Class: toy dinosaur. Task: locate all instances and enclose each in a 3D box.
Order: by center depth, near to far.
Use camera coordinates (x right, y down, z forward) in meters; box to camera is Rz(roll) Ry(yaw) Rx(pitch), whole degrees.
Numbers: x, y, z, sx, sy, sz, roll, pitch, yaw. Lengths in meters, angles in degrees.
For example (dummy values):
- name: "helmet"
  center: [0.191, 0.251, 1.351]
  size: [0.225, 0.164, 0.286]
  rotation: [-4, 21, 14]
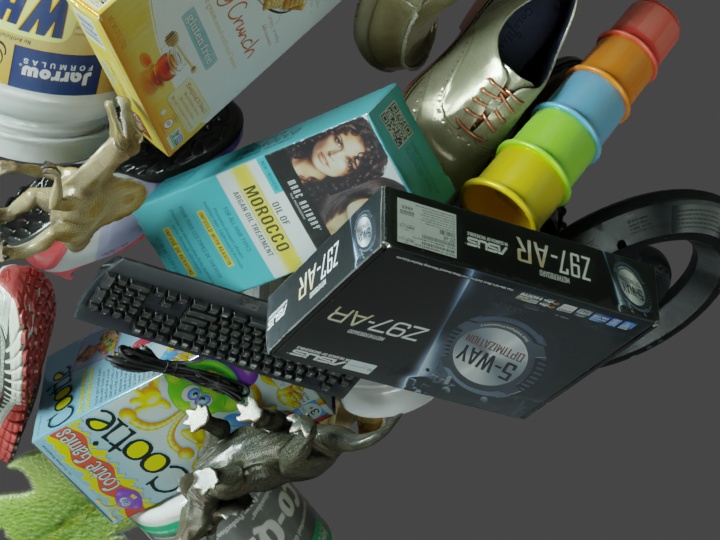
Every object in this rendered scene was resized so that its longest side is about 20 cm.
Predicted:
- name: "toy dinosaur"
  center: [-0.187, -0.035, 1.127]
  size: [0.101, 0.058, 0.200]
  rotation: [-10, 158, -24]
- name: "toy dinosaur"
  center: [-0.065, 0.128, 1.254]
  size: [0.200, 0.077, 0.102]
  rotation: [-29, 156, 5]

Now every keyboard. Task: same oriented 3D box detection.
- name: "keyboard"
  center: [-0.098, 0.052, 1.200]
  size: [0.200, 0.021, 0.127]
  rotation: [19, 143, -18]

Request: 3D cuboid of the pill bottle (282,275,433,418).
- name: "pill bottle"
  center: [0.000, 0.000, 1.249]
  size: [0.111, 0.111, 0.200]
  rotation: [-11, 118, 6]

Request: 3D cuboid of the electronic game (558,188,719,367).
- name: "electronic game"
  center: [0.185, 0.010, 1.277]
  size: [0.200, 0.042, 0.200]
  rotation: [-17, 148, -11]

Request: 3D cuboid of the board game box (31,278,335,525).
- name: "board game box"
  center: [-0.129, 0.086, 1.320]
  size: [0.200, 0.105, 0.103]
  rotation: [-27, 122, 17]

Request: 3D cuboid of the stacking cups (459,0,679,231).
- name: "stacking cups"
  center: [0.143, -0.100, 1.160]
  size: [0.060, 0.200, 0.061]
  rotation: [29, 149, 20]

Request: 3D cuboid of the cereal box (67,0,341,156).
- name: "cereal box"
  center: [-0.076, -0.181, 1.084]
  size: [0.200, 0.040, 0.144]
  rotation: [-44, 149, -13]

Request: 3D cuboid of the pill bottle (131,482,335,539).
- name: "pill bottle"
  center: [-0.089, 0.214, 1.406]
  size: [0.113, 0.113, 0.200]
  rotation: [-27, 122, 16]

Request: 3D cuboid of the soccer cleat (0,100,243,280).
- name: "soccer cleat"
  center: [-0.158, -0.058, 1.251]
  size: [0.200, 0.068, 0.073]
  rotation: [-28, 138, 17]

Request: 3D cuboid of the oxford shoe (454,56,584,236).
- name: "oxford shoe"
  center: [0.116, -0.055, 1.201]
  size: [0.073, 0.084, 0.200]
  rotation: [39, 77, -42]

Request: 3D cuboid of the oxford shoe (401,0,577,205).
- name: "oxford shoe"
  center: [0.073, -0.111, 1.151]
  size: [0.071, 0.074, 0.200]
  rotation: [30, 84, -19]

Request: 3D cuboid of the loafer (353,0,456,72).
- name: "loafer"
  center: [0.040, -0.187, 1.116]
  size: [0.067, 0.076, 0.200]
  rotation: [22, 154, 11]

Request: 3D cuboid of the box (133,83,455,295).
- name: "box"
  center: [-0.045, -0.044, 1.138]
  size: [0.200, 0.049, 0.082]
  rotation: [-20, 108, 34]

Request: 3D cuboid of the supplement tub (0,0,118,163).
- name: "supplement tub"
  center: [-0.194, -0.182, 1.108]
  size: [0.144, 0.145, 0.200]
  rotation: [12, 124, -10]

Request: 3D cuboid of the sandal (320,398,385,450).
- name: "sandal"
  center: [-0.008, 0.103, 1.356]
  size: [0.212, 0.070, 0.078]
  rotation: [-33, 119, 20]

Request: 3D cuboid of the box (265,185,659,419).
- name: "box"
  center: [0.062, 0.025, 1.123]
  size: [0.200, 0.044, 0.160]
  rotation: [16, 146, -24]

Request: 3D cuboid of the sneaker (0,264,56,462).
- name: "sneaker"
  center: [-0.278, 0.069, 1.309]
  size: [0.082, 0.078, 0.200]
  rotation: [18, 134, -6]
